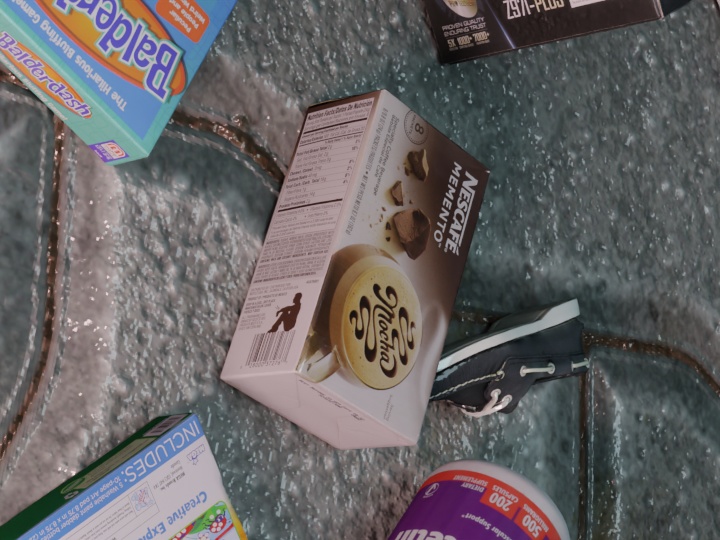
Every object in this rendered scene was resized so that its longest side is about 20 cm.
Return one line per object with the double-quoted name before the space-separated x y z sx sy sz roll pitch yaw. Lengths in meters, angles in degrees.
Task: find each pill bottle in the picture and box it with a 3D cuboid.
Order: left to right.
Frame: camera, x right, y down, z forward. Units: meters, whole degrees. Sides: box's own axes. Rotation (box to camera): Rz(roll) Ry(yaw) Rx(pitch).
"pill bottle" 0.050 0.223 1.189 0.113 0.112 0.200 58 45 -22

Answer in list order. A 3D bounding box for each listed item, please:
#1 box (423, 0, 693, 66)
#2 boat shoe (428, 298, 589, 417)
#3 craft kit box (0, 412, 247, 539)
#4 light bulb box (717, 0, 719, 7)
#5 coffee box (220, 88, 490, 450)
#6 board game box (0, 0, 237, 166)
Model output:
"box" 0.164 -0.223 1.305 0.163 0.199 0.087 -31 107 -41
"boat shoe" 0.097 0.070 1.290 0.199 0.075 0.061 -19 92 -43
"craft kit box" -0.135 0.216 1.067 0.199 0.048 0.199 -33 105 -42
"light bulb box" 0.437 -0.195 1.572 0.125 0.197 0.201 -43 115 -36
"coffee box" 0.000 0.000 1.200 0.113 0.079 0.202 34 62 -35
"board game box" -0.144 -0.189 1.107 0.152 0.045 0.201 45 57 -31
